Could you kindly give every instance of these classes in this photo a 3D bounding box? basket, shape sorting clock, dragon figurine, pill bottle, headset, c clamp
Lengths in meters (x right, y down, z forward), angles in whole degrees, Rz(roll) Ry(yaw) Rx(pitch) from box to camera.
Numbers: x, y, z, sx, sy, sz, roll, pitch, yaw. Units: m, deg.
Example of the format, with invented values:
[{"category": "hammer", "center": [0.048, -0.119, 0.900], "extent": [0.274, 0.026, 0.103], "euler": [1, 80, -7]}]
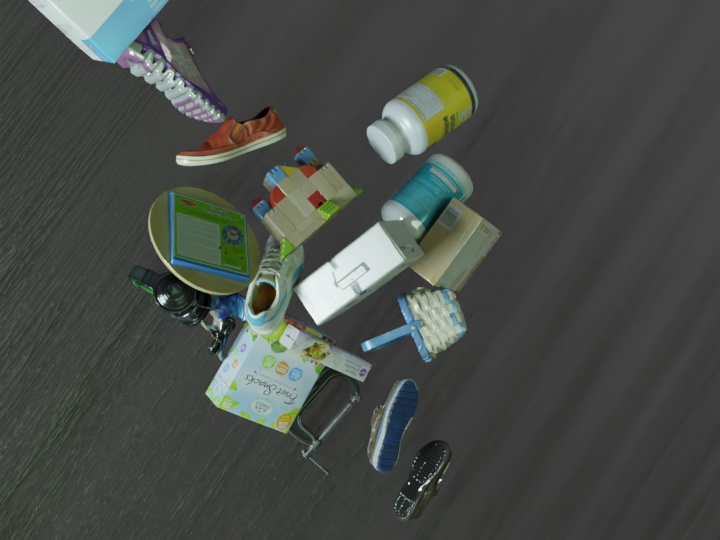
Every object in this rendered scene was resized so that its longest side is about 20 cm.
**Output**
[{"category": "basket", "center": [0.102, 0.112, 1.403], "extent": [0.199, 0.176, 0.140], "euler": [-27, 84, 3]}, {"category": "shape sorting clock", "center": [-0.249, -0.049, 1.169], "extent": [0.199, 0.039, 0.201], "euler": [25, 49, -32]}, {"category": "dragon figurine", "center": [-0.230, 0.069, 1.272], "extent": [0.099, 0.059, 0.201], "euler": [-24, 117, -23]}, {"category": "pill bottle", "center": [0.116, -0.122, 1.395], "extent": [0.200, 0.111, 0.111], "euler": [-46, 123, -12]}, {"category": "headset", "center": [-0.288, 0.058, 1.152], "extent": [0.094, 0.199, 0.124], "euler": [-64, 162, -14]}, {"category": "c clamp", "center": [-0.066, 0.292, 1.469], "extent": [0.171, 0.027, 0.200], "euler": [41, 84, -29]}, {"category": "pill bottle", "center": [0.112, -0.285, 1.340], "extent": [0.200, 0.112, 0.112], "euler": [-38, 121, -16]}]

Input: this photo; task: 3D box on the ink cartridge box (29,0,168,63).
[{"category": "ink cartridge box", "center": [-0.379, -0.407, 0.976], "extent": [0.146, 0.147, 0.200], "euler": [-52, 125, -7]}]

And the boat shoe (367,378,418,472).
[{"category": "boat shoe", "center": [0.057, 0.315, 1.519], "extent": [0.072, 0.072, 0.201], "euler": [22, 88, -34]}]

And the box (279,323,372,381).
[{"category": "box", "center": [-0.062, 0.154, 1.337], "extent": [0.200, 0.041, 0.039], "euler": [30, 88, -41]}]

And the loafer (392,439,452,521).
[{"category": "loafer", "center": [0.146, 0.473, 1.635], "extent": [0.071, 0.073, 0.201], "euler": [30, 93, -45]}]

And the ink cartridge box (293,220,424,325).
[{"category": "ink cartridge box", "center": [0.000, 0.000, 1.289], "extent": [0.200, 0.146, 0.085], "euler": [-37, 84, 17]}]

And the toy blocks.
[{"category": "toy blocks", "center": [-0.109, -0.129, 1.249], "extent": [0.200, 0.100, 0.137], "euler": [-43, 91, -21]}]

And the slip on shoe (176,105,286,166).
[{"category": "slip on shoe", "center": [-0.214, -0.217, 1.187], "extent": [0.199, 0.074, 0.062], "euler": [-28, 112, -28]}]

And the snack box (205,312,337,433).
[{"category": "snack box", "center": [-0.162, 0.180, 1.344], "extent": [0.168, 0.068, 0.201], "euler": [30, 89, -37]}]

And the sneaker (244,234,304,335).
[{"category": "sneaker", "center": [-0.146, 0.007, 1.255], "extent": [0.076, 0.081, 0.201], "euler": [10, 69, 7]}]

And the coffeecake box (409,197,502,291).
[{"category": "coffeecake box", "center": [0.187, -0.045, 1.411], "extent": [0.154, 0.073, 0.200], "euler": [-55, 160, 8]}]

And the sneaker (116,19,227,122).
[{"category": "sneaker", "center": [-0.277, -0.309, 1.119], "extent": [0.200, 0.080, 0.089], "euler": [38, 66, -38]}]
